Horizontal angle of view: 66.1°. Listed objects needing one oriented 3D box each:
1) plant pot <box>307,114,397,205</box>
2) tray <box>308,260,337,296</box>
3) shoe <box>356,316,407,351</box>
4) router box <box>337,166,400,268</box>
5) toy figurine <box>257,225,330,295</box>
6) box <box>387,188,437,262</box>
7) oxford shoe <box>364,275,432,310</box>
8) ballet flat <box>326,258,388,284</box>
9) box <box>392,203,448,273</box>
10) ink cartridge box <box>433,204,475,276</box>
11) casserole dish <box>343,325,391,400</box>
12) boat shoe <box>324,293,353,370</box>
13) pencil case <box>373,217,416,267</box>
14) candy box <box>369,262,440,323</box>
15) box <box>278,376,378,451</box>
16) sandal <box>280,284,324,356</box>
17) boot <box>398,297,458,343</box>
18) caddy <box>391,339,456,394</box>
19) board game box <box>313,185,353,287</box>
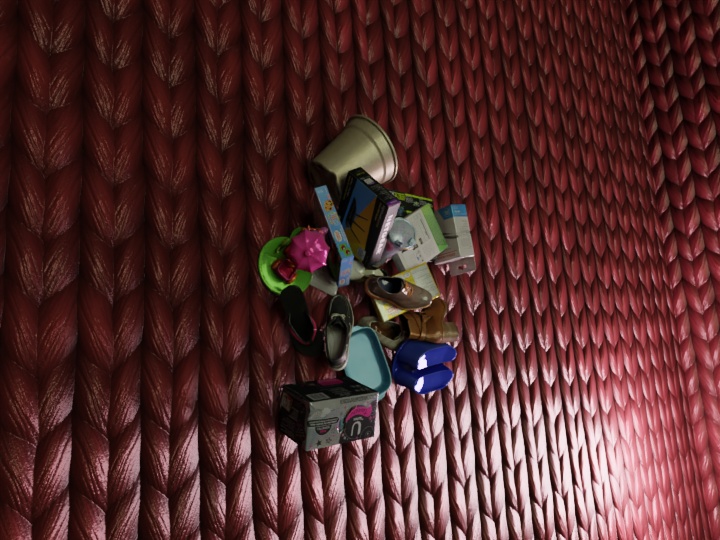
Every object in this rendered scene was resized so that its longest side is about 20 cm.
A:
[{"bbox_3d":[-0.033,-0.275,1.465,0.183,0.199,0.202,-40,104,-25],"label":"plant pot"},{"bbox_3d":[-0.080,-0.045,1.465,0.106,0.022,0.204,27,64,-30],"label":"tray"},{"bbox_3d":[0.080,0.175,1.520,0.198,0.053,0.071,23,66,-32],"label":"shoe"},{"bbox_3d":[0.009,-0.131,1.383,0.051,0.202,0.149,-26,58,-38],"label":"router box"},{"bbox_3d":[-0.128,-0.049,1.315,0.150,0.183,0.201,45,57,-14],"label":"toy figurine"},{"bbox_3d":[0.141,-0.130,1.645,0.197,0.047,0.198,5,75,-37],"label":"box"},{"bbox_3d":[0.111,0.058,1.446,0.196,0.073,0.073,12,72,-23],"label":"oxford shoe"},{"bbox_3d":[0.000,0.000,1.470,0.198,0.068,0.070,10,75,-46],"label":"ballet flat"},{"bbox_3d":[0.159,-0.089,1.601,0.199,0.036,0.146,-33,101,-35],"label":"box"},{"bbox_3d":[0.277,-0.089,1.697,0.067,0.115,0.205,-5,82,-37],"label":"ink cartridge box"},{"bbox_3d":[0.006,0.243,1.444,0.119,0.039,0.204,-21,92,-24],"label":"casserole dish"},{"bbox_3d":[-0.058,0.145,1.388,0.072,0.061,0.204,3,62,5],"label":"boat shoe"},{"bbox_3d":[0.069,-0.071,1.476,0.090,0.199,0.084,31,63,-18],"label":"pencil case"},{"bbox_3d":[0.119,0.058,1.506,0.197,0.026,0.104,-22,87,-27],"label":"candy box"},{"bbox_3d":[-0.074,0.332,1.298,0.197,0.131,0.117,0,98,-38],"label":"box"},{"bbox_3d":[-0.140,0.131,1.322,0.074,0.045,0.203,-24,117,-8],"label":"sandal"},{"bbox_3d":[0.174,0.130,1.558,0.151,0.201,0.075,4,115,-19],"label":"boot"},{"bbox_3d":[0.174,0.257,1.545,0.197,0.104,0.145,-5,106,-39],"label":"caddy"},{"bbox_3d":[-0.070,-0.082,1.363,0.036,0.152,0.203,-15,66,-13],"label":"board game box"}]
